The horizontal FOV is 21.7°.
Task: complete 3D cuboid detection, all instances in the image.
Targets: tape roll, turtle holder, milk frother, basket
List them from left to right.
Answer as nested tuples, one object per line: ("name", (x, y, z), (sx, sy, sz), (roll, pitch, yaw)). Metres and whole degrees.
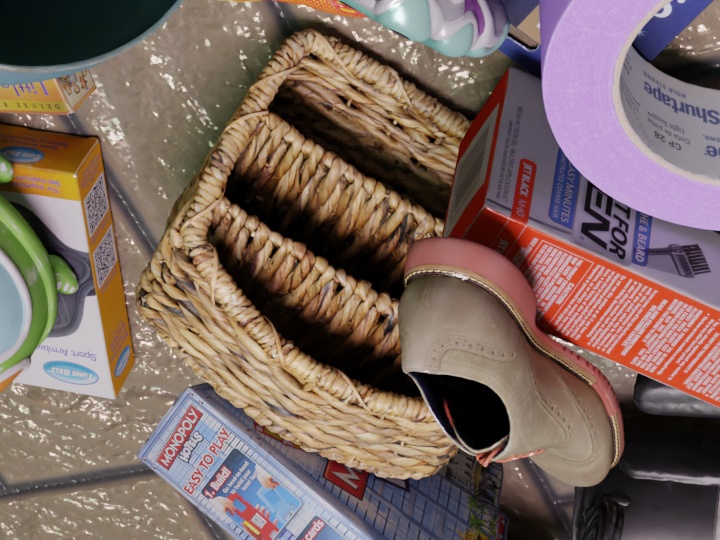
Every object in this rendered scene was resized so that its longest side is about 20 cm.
("turtle holder", (-0.251, 0.002, 1.029), (0.141, 0.132, 0.186), (6, 131, 18))
("basket", (0.000, 0.000, 0.978), (0.200, 0.143, 0.149), (32, 134, -9))
("milk frother", (0.202, 0.160, 0.997), (0.188, 0.200, 0.181), (3, 140, 18))
("tape roll", (0.180, -0.107, 0.837), (0.200, 0.066, 0.200), (1, 139, 1))

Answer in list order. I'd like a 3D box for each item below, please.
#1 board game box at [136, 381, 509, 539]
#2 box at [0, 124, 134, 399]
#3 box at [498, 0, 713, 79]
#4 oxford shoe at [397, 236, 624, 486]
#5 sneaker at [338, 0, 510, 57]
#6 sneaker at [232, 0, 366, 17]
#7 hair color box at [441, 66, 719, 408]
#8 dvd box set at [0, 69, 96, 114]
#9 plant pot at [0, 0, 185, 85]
("board game box", (-0.014, 0.107, 1.046), (0.200, 0.200, 0.062), (33, 120, -9))
("box", (-0.205, 0.003, 1.129), (0.119, 0.042, 0.200), (8, 130, 14))
("box", (0.114, -0.160, 0.873), (0.121, 0.032, 0.200), (34, 134, -11))
("oxford shoe", (0.067, 0.064, 0.894), (0.070, 0.075, 0.200), (-2, 148, 34))
("sneaker", (0.019, -0.180, 0.809), (0.200, 0.078, 0.140), (19, 102, -46))
("sneaker", (-0.072, -0.166, 0.923), (0.200, 0.073, 0.077), (21, 149, 12))
("hair color box", (0.144, -0.009, 0.926), (0.200, 0.111, 0.064), (24, 133, -10))
("dvd box set", (-0.234, -0.171, 0.973), (0.146, 0.029, 0.200), (5, 132, 35))
("plant pot", (-0.180, -0.166, 0.821), (0.200, 0.200, 0.135), (43, 150, -18))
